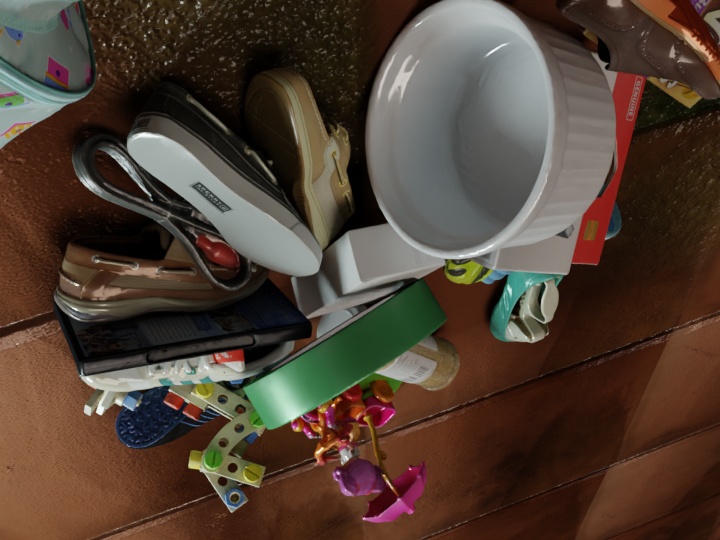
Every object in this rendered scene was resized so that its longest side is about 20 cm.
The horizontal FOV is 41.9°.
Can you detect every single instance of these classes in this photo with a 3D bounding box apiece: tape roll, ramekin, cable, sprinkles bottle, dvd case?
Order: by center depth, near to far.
[{"bbox_3d":[0.104,-0.110,0.750,0.098,0.201,0.201,-2,140,-42],"label":"ramekin"},{"bbox_3d":[-0.154,-0.044,0.779,0.200,0.097,0.050,17,169,-38],"label":"cable"},{"bbox_3d":[-0.161,0.041,0.838,0.200,0.143,0.018,-8,114,-24],"label":"dvd case"},{"bbox_3d":[-0.014,0.078,0.892,0.200,0.048,0.200,-31,180,0],"label":"tape roll"},{"bbox_3d":[0.036,0.090,1.087,0.068,0.068,0.200,-40,144,21],"label":"sprinkles bottle"}]

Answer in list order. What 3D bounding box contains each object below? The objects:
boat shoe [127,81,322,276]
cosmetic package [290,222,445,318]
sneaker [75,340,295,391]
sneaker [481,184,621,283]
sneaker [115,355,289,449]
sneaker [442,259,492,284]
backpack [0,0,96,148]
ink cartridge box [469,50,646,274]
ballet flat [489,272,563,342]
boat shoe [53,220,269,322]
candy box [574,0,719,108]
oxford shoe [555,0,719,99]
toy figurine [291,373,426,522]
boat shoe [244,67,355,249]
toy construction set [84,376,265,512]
[{"bbox_3d":[-0.094,-0.069,0.749,0.071,0.064,0.200,-10,139,38],"label":"boat shoe"},{"bbox_3d":[0.000,0.000,0.883,0.082,0.051,0.200,-14,173,-21],"label":"cosmetic package"},{"bbox_3d":[-0.153,0.069,0.858,0.200,0.070,0.093,-2,173,-32],"label":"sneaker"},{"bbox_3d":[0.185,-0.043,1.010,0.200,0.080,0.131,-10,167,-46],"label":"sneaker"},{"bbox_3d":[-0.172,0.129,1.019,0.200,0.070,0.078,-26,175,-14],"label":"sneaker"},{"bbox_3d":[0.115,-0.086,0.898,0.074,0.084,0.200,9,115,-34],"label":"sneaker"},{"bbox_3d":[-0.225,-0.160,0.486,0.153,0.176,0.200,-28,151,11],"label":"backpack"},{"bbox_3d":[0.195,-0.097,0.858,0.176,0.045,0.200,2,105,-34],"label":"ink cartridge box"},{"bbox_3d":[0.200,0.046,1.130,0.067,0.070,0.200,-16,146,-14],"label":"ballet flat"},{"bbox_3d":[-0.165,-0.007,0.823,0.200,0.076,0.072,-11,119,-39],"label":"boat shoe"},{"bbox_3d":[0.275,-0.228,0.820,0.200,0.056,0.117,14,130,-45],"label":"candy box"},{"bbox_3d":[0.230,-0.186,0.750,0.073,0.071,0.200,-35,136,31],"label":"oxford shoe"},{"bbox_3d":[0.000,0.211,1.124,0.200,0.184,0.150,12,131,-42],"label":"toy figurine"},{"bbox_3d":[-0.044,-0.099,0.789,0.066,0.074,0.200,-41,152,-21],"label":"boat shoe"},{"bbox_3d":[-0.171,0.138,0.935,0.200,0.131,0.092,34,163,-15],"label":"toy construction set"}]
